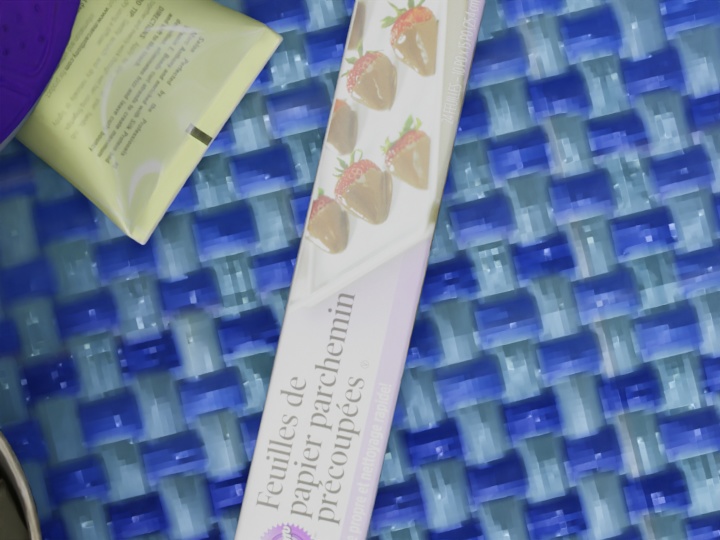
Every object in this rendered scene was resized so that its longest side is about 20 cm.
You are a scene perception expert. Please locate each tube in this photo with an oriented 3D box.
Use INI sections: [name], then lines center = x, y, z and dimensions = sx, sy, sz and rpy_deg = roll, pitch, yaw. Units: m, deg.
[tube]
center = -0.127, -0.093, 0.812
dimensions = 0.200, 0.052, 0.058
rpy_deg = 33, 123, -2

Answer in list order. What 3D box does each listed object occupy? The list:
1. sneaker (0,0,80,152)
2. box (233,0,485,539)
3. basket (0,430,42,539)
[sneaker]
center = -0.134, -0.043, 0.726
dimensions = 0.070, 0.099, 0.200
rpy_deg = 41, 69, -6
[box]
center = 0.000, 0.000, 0.807
dimensions = 0.039, 0.041, 0.201
rpy_deg = 13, 87, 2
[basket]
center = -0.152, 0.094, 0.725
dimensions = 0.180, 0.200, 0.136
rpy_deg = -36, 88, 1
